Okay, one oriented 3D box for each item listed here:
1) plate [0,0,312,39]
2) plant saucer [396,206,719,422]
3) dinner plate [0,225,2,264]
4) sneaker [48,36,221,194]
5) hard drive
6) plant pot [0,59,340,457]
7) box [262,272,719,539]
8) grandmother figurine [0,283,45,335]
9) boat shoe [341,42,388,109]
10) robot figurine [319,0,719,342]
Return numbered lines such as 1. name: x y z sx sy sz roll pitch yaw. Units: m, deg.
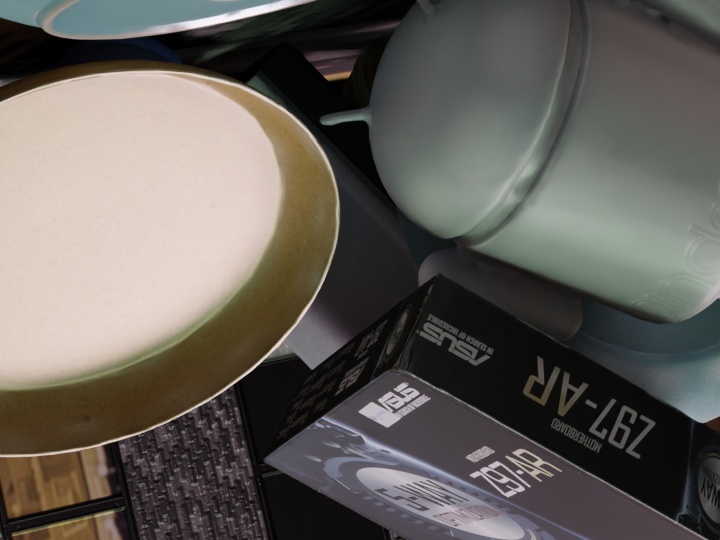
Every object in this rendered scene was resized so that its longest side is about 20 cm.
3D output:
1. plate: -0.036 -0.101 0.916 0.199 0.026 0.200 -14 176 -1
2. plant saucer: 0.109 -0.030 1.247 0.199 0.201 0.027 -11 162 -31
3. dinner plate: -0.232 -0.002 1.082 0.199 0.024 0.201 -11 139 -10
4. sneaker: -0.089 -0.055 1.168 0.074 0.083 0.200 13 159 4
5. hard drive: 0.000 0.000 1.284 0.033 0.200 0.139 -50 -170 -32
6. plant pot: -0.105 -0.007 1.093 0.199 0.028 0.201 -14 140 -12
7. box: 0.061 0.079 1.214 0.160 0.044 0.200 29 159 -9
8. grandmother figurine: -0.194 0.007 1.193 0.199 0.122 0.060 -6 -168 40
9. boat shoe: 0.050 -0.038 1.355 0.063 0.074 0.200 -27 146 28
10. robot figurine: 0.087 -0.051 1.147 0.199 0.170 0.113 21 -164 -20
